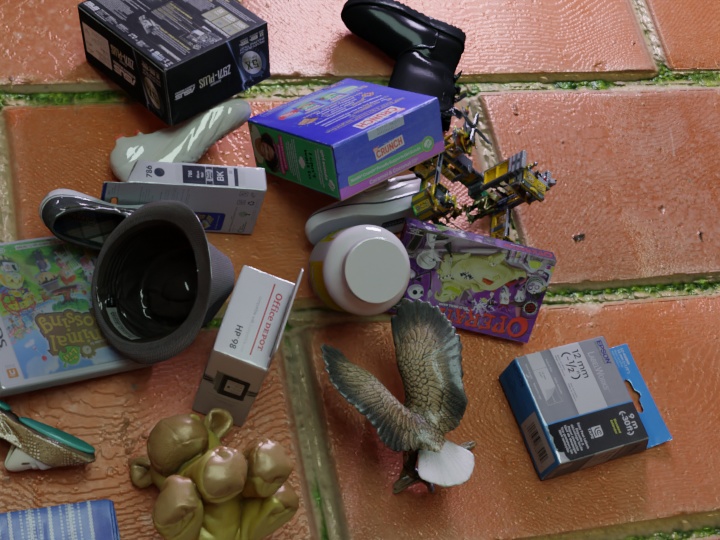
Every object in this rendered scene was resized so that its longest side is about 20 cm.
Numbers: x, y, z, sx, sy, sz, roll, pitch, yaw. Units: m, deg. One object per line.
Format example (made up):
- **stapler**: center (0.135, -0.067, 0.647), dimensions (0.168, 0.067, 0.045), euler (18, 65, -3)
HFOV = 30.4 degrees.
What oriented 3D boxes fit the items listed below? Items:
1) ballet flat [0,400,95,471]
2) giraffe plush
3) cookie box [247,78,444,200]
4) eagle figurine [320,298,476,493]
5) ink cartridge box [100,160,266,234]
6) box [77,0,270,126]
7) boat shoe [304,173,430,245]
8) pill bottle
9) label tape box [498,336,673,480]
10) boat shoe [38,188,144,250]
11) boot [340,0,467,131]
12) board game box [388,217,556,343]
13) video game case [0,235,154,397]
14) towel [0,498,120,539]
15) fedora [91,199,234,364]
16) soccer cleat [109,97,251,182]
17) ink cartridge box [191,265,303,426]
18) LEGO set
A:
- **ballet flat**: center (-0.386, 0.179, 1.446), dimensions (0.198, 0.071, 0.066), euler (28, 84, 2)
- **giraffe plush**: center (-0.172, 0.222, 1.430), dimensions (0.170, 0.202, 0.163), euler (-11, 47, -28)
- **cookie box**: center (-0.020, -0.170, 1.673), dimensions (0.170, 0.076, 0.199), euler (-26, 28, -28)
- **eagle figurine**: center (0.051, 0.155, 1.537), dimensions (0.149, 0.203, 0.152), euler (-10, 18, 19)
- **ink cartridge box**: center (-0.220, -0.089, 1.617), dimensions (0.197, 0.100, 0.040), euler (2, 58, -18)
- **box**: center (-0.238, -0.293, 1.695), dimensions (0.163, 0.087, 0.199), euler (-32, 52, -29)
- **boat shoe**: center (0.011, -0.084, 1.705), dimensions (0.198, 0.072, 0.066), euler (-17, 60, -24)
- **pill bottle**: center (0.000, 0.000, 1.565), dimensions (0.103, 0.200, 0.106), euler (0, 90, -10)
- **label tape box**: center (0.291, 0.162, 1.656), dimensions (0.197, 0.066, 0.145), euler (-13, 66, -21)
- **boat shoe**: center (-0.280, -0.045, 1.561), dimensions (0.197, 0.069, 0.057), euler (11, 22, -26)
- **boot**: center (0.055, -0.280, 1.831), dimensions (0.196, 0.074, 0.164), euler (17, 61, -8)
- **board game box**: center (0.135, 0.014, 1.664), dimensions (0.197, 0.121, 0.032), euler (12, 26, -10)
- **video game case**: center (-0.349, 0.043, 1.522), dimensions (0.198, 0.022, 0.184), euler (-9, 64, -38)
- **towel**: center (-0.346, 0.319, 1.393), dimensions (0.197, 0.024, 0.147), euler (-5, 62, -19)
- **fedora**: center (-0.211, 0.016, 1.500), dimensions (0.090, 0.198, 0.179), euler (7, 64, -53)
- **soccer cleat**: center (-0.220, -0.156, 1.677), dimensions (0.198, 0.069, 0.078), euler (-24, 73, -20)
- **ink cartridge box**: center (-0.128, 0.077, 1.491), dimensions (0.066, 0.201, 0.117), euler (20, 57, -5)
- **LEGO set**: center (0.166, -0.102, 1.699), dimensions (0.200, 0.115, 0.155), euler (41, 45, -24)
